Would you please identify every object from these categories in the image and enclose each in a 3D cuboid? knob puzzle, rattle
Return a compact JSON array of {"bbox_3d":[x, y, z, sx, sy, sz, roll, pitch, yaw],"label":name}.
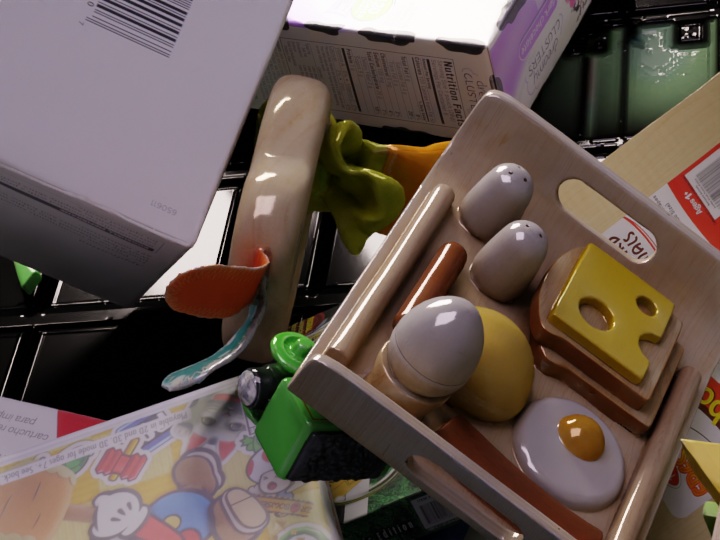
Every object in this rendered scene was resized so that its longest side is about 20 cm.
[{"bbox_3d":[0.133,0.040,0.867,0.218,0.030,0.221,-8,73,28],"label":"knob puzzle"},{"bbox_3d":[0.000,0.000,0.858,0.142,0.131,0.200,27,11,-6],"label":"rattle"}]

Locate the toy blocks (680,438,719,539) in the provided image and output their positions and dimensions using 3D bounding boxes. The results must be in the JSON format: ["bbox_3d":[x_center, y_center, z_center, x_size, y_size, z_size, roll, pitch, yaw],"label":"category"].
[{"bbox_3d":[0.151,0.147,0.695,0.099,0.200,0.137,6,62,24],"label":"toy blocks"}]

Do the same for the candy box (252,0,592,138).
[{"bbox_3d":[0.021,-0.160,1.127,0.199,0.072,0.168,10,49,27],"label":"candy box"}]

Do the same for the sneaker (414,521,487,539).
[{"bbox_3d":[-0.001,0.149,0.804,0.110,0.077,0.201,2,51,6],"label":"sneaker"}]

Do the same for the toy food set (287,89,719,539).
[{"bbox_3d":[0.072,0.024,0.760,0.143,0.060,0.200,36,41,-1],"label":"toy food set"}]

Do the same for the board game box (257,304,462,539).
[{"bbox_3d":[-0.002,0.063,0.878,0.104,0.024,0.200,-21,23,12],"label":"board game box"}]

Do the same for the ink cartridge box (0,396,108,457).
[{"bbox_3d":[-0.159,0.157,0.842,0.143,0.084,0.201,9,50,26],"label":"ink cartridge box"}]

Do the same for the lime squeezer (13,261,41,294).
[{"bbox_3d":[-0.221,-0.051,1.128,0.199,0.038,0.071,27,89,36],"label":"lime squeezer"}]

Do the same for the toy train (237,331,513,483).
[{"bbox_3d":[0.044,0.054,0.787,0.199,0.042,0.057,2,41,-35],"label":"toy train"}]

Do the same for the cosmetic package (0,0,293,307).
[{"bbox_3d":[-0.110,-0.106,0.958,0.122,0.200,0.201,24,77,-11],"label":"cosmetic package"}]

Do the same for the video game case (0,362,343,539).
[{"bbox_3d":[-0.101,0.132,0.767,0.199,0.023,0.183,-19,44,1],"label":"video game case"}]
